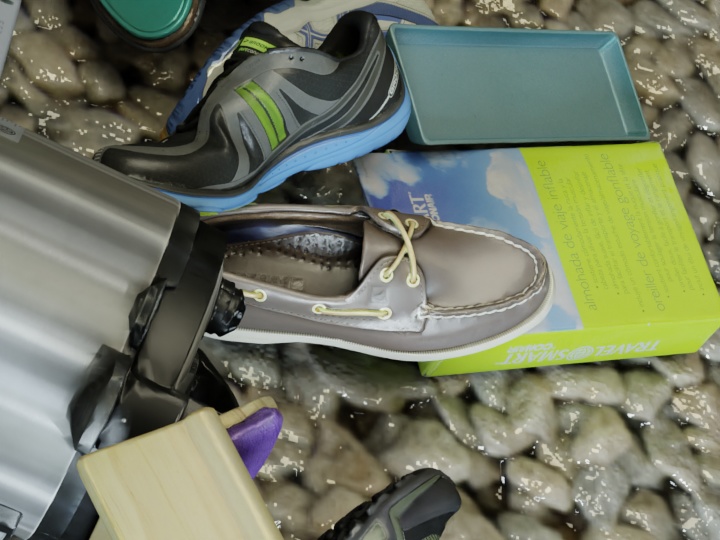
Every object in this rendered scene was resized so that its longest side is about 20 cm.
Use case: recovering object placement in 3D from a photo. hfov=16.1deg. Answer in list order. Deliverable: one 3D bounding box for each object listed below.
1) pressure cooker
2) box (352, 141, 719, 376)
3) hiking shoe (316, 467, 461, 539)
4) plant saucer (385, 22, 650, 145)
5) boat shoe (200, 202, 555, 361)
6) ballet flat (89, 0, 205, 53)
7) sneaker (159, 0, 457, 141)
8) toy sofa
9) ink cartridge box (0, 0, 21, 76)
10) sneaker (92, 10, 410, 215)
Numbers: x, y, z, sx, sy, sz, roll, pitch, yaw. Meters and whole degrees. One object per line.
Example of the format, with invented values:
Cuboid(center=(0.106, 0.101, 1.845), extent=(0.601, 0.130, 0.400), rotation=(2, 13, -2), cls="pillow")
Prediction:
Cuboid(center=(-0.147, 0.032, 1.161), extent=(0.199, 0.179, 0.177), rotation=(24, 48, -9), cls="pressure cooker")
Cuboid(center=(0.091, -0.008, 1.389), extent=(0.199, 0.048, 0.123), rotation=(-3, 59, -27), cls="box")
Cuboid(center=(0.003, 0.186, 1.210), extent=(0.101, 0.076, 0.200), rotation=(41, 59, -7), cls="hiking shoe")
Cuboid(center=(0.088, -0.102, 1.433), extent=(0.199, 0.019, 0.070), rotation=(-4, 73, -46), cls="plant saucer")
Cuboid(center=(0.000, 0.000, 1.286), extent=(0.198, 0.060, 0.072), rotation=(2, 61, 3), cls="boat shoe")
Cuboid(center=(-0.132, -0.190, 1.389), extent=(0.073, 0.073, 0.201), rotation=(-12, 60, -32), cls="ballet flat")
Cuboid(center=(-0.022, -0.101, 1.380), extent=(0.088, 0.075, 0.200), rotation=(47, 53, 6), cls="sneaker")
Cuboid(center=(-0.082, 0.142, 1.105), extent=(0.097, 0.200, 0.083), rotation=(-17, 66, -28), cls="toy sofa")
Cuboid(center=(-0.240, -0.128, 1.314), extent=(0.119, 0.042, 0.201), rotation=(19, 54, -13), cls="ink cartridge box")
Cuboid(center=(-0.060, -0.080, 1.285), extent=(0.199, 0.071, 0.083), rotation=(-26, 111, -36), cls="sneaker")
